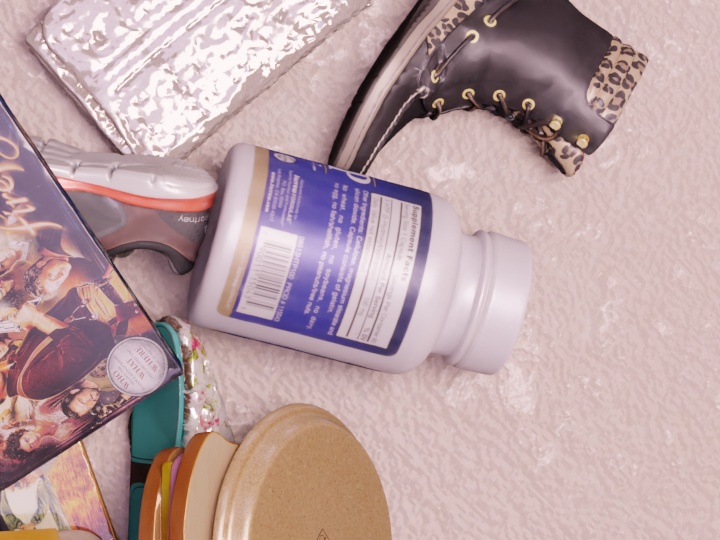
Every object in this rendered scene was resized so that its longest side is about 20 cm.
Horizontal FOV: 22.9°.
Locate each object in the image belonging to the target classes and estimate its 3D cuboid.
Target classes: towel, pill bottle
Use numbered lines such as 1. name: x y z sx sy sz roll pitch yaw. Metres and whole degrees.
1. towel: -0.105 -0.164 1.152 0.200 0.034 0.133 -40 98 -8
2. pill bottle: 0.000 0.000 1.125 0.200 0.120 0.120 15 86 -10

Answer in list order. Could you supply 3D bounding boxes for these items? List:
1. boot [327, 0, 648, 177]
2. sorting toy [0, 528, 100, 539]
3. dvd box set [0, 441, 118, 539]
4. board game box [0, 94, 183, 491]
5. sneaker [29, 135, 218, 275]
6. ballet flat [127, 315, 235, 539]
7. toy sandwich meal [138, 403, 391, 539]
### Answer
1. boot: 0.085 -0.113 1.169 0.151 0.073 0.200 36 78 -8
2. sorting toy: -0.225 0.198 1.007 0.200 0.185 0.036 3 113 -20
3. dvd box set: -0.250 0.112 1.121 0.146 0.029 0.200 -19 93 -9
4. board game box: -0.216 0.014 1.054 0.135 0.035 0.200 -33 103 -2
5. sneaker: -0.191 -0.035 1.107 0.200 0.077 0.082 9 107 7
6. ballet flat: -0.113 0.129 1.137 0.064 0.076 0.200 3 93 -41
7. toy sandwich meal: -0.055 0.176 1.106 0.070 0.205 0.205 -5 90 32
